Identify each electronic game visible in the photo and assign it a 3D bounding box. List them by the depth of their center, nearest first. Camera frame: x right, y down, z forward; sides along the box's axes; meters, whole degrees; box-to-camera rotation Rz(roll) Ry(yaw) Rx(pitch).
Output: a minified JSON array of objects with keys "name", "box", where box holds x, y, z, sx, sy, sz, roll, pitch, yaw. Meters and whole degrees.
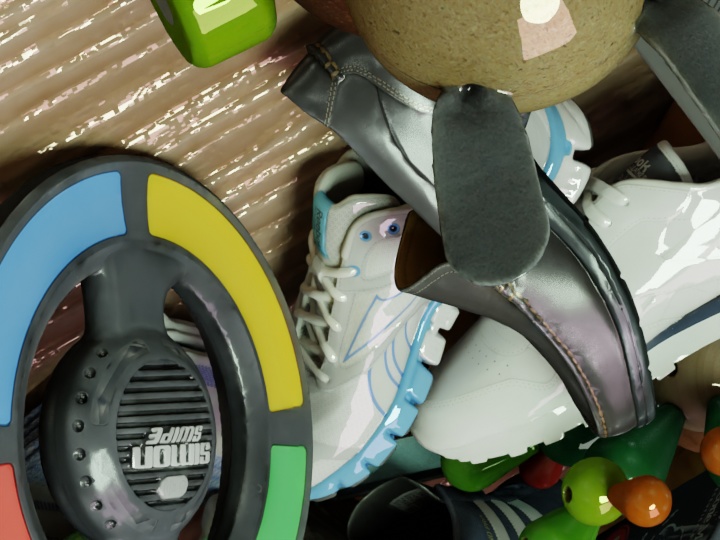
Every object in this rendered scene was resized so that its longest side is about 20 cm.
[{"name":"electronic game","box":[-0.080,0.059,0.909,0.041,0.201,0.200,-5,169,35]}]

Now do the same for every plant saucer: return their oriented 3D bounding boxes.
[{"name":"plant saucer","box":[0.069,0.076,1.155,0.199,0.019,0.070,-13,170,9]}]

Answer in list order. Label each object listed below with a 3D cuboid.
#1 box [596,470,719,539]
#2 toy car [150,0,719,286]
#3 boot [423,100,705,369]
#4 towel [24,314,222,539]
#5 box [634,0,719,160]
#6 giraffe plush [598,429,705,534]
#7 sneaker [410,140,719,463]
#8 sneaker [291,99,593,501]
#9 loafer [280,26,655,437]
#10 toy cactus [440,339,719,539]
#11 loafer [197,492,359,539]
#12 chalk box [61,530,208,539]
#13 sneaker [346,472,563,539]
[{"name":"box","box":[0.131,0.200,1.122,0.200,0.104,0.182,-57,-172,-33]},{"name":"toy car","box":[0.038,-0.088,0.758,0.164,0.200,0.158,-26,151,-9]},{"name":"boot","box":[0.089,-0.004,1.095,0.155,0.077,0.200,-15,155,-21]},{"name":"towel","box":[-0.116,0.091,1.079,0.200,0.024,0.147,-40,153,18]},{"name":"box","box":[0.212,-0.098,0.935,0.199,0.184,0.105,-10,143,-36]},{"name":"giraffe plush","box":[0.205,0.083,1.273,0.199,0.173,0.163,-20,130,1]},{"name":"sneaker","box":[0.097,0.001,1.019,0.199,0.076,0.081,-33,117,4]},{"name":"sneaker","box":[0.000,0.000,1.003,0.086,0.075,0.200,24,105,-44]},{"name":"loafer","box":[0.042,-0.014,0.937,0.072,0.073,0.201,-33,110,-5]},{"name":"toy cactus","box":[0.127,0.074,1.044,0.165,0.102,0.200,-47,-159,-27]},{"name":"loafer","box":[-0.023,0.145,1.182,0.068,0.076,0.200,-59,148,7]},{"name":"chalk box","box":[-0.110,0.176,1.035,0.199,0.125,0.124,-33,175,5]},{"name":"sneaker","box":[0.042,0.119,1.144,0.075,0.085,0.200,-37,-175,23]}]
